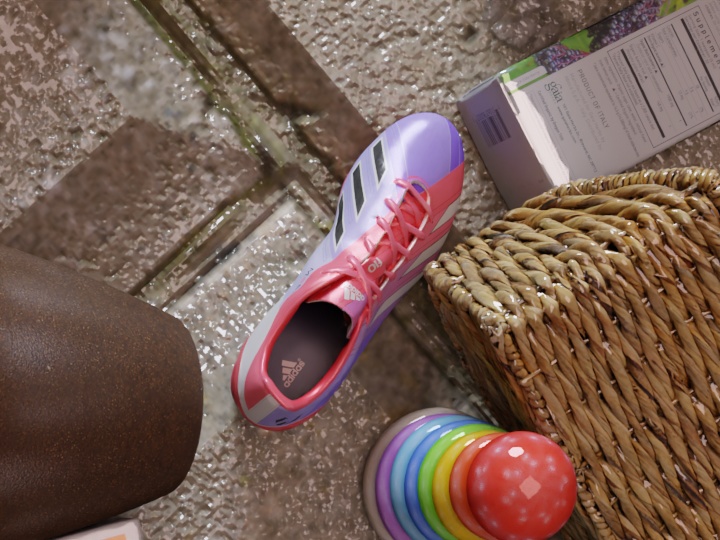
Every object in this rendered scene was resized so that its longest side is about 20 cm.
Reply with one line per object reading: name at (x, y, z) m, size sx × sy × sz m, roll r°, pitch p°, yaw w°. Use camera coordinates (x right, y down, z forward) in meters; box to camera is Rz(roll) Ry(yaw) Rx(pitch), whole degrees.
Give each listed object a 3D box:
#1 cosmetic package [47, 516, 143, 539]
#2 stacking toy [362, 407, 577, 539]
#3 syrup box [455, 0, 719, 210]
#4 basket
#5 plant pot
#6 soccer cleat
cosmetic package at (-0.200, 0.197, 1.260) m, size 0.198 × 0.071 × 0.102 m, roll -14°, pitch 89°, yaw -16°
stacking toy at (0.063, 0.112, 1.272) m, size 0.085 × 0.200 × 0.086 m, roll 1°, pitch 86°, yaw -14°
syrup box at (0.163, -0.109, 1.385) m, size 0.199 × 0.079 × 0.082 m, roll -28°, pitch 92°, yaw -16°
basket at (0.144, 0.049, 1.320) m, size 0.148 × 0.143 × 0.201 m, roll -33°, pitch 111°, yaw -7°
plant pot at (-0.185, 0.065, 1.235) m, size 0.199 × 0.186 × 0.189 m, roll 4°, pitch 83°, yaw -30°
soccer cleat at (0.000, 0.000, 1.331) m, size 0.067 × 0.076 × 0.201 m, roll 37°, pitch 77°, yaw -9°
